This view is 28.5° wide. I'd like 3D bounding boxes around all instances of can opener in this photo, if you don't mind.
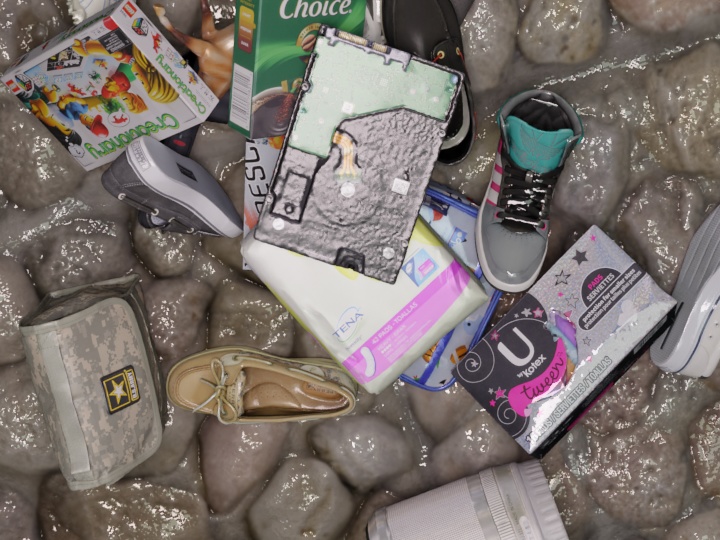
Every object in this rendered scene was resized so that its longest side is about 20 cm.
[{"bbox_3d":[-0.174,-0.133,1.392,0.078,0.063,0.201,25,100,-6],"label":"can opener"}]

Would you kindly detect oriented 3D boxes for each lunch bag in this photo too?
[{"bbox_3d":[0.069,0.011,1.420,0.159,0.076,0.201,26,101,-8],"label":"lunch bag"},{"bbox_3d":[-0.257,0.106,1.371,0.116,0.200,0.166,-11,101,2],"label":"lunch bag"}]

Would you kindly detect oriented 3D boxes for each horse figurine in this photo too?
[{"bbox_3d":[-0.105,-0.231,1.306,0.199,0.050,0.133,-33,132,-10],"label":"horse figurine"}]

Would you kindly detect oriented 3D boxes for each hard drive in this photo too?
[{"bbox_3d":[-0.002,-0.104,1.270,0.138,0.038,0.202,17,100,-5],"label":"hard drive"}]

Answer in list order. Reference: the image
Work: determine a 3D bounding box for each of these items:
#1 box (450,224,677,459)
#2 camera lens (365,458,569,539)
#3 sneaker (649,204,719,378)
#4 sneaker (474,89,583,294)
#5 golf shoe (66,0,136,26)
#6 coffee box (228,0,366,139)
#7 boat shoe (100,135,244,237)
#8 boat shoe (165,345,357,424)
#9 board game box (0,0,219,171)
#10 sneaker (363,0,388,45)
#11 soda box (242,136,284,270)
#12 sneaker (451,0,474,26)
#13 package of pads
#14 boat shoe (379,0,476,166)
[{"bbox_3d":[0.198,0.071,1.378,0.115,0.132,0.200,44,91,15],"label":"box"},{"bbox_3d":[0.113,0.293,1.433,0.198,0.160,0.161,-21,101,4],"label":"camera lens"},{"bbox_3d":[0.364,0.016,1.434,0.070,0.073,0.201,19,105,-24],"label":"sneaker"},{"bbox_3d":[0.159,-0.089,1.328,0.083,0.121,0.202,10,64,1],"label":"sneaker"},{"bbox_3d":[-0.235,-0.272,1.359,0.096,0.078,0.202,-8,103,-5],"label":"golf shoe"},{"bbox_3d":[-0.054,-0.223,1.276,0.122,0.044,0.202,-10,118,-35],"label":"coffee box"},{"bbox_3d":[-0.179,-0.065,1.352,0.066,0.200,0.070,-33,69,11],"label":"boat shoe"},{"bbox_3d":[-0.102,0.119,1.445,0.198,0.063,0.074,-1,103,0],"label":"boat shoe"},{"bbox_3d":[-0.237,-0.170,1.322,0.199,0.035,0.126,-15,125,46],"label":"board game box"},{"bbox_3d":[0.011,-0.255,1.363,0.088,0.074,0.202,-17,102,5],"label":"sneaker"},{"bbox_3d":[-0.078,-0.100,1.394,0.063,0.068,0.202,3,101,7],"label":"soda box"},{"bbox_3d":[0.106,-0.309,1.337,0.077,0.082,0.202,11,104,-36],"label":"sneaker"},{"bbox_3d":[0.000,0.000,1.343,0.154,0.068,0.200,-41,97,8],"label":"package of pads"},{"bbox_3d":[0.068,-0.193,1.343,0.073,0.063,0.203,-17,126,0],"label":"boat shoe"}]
